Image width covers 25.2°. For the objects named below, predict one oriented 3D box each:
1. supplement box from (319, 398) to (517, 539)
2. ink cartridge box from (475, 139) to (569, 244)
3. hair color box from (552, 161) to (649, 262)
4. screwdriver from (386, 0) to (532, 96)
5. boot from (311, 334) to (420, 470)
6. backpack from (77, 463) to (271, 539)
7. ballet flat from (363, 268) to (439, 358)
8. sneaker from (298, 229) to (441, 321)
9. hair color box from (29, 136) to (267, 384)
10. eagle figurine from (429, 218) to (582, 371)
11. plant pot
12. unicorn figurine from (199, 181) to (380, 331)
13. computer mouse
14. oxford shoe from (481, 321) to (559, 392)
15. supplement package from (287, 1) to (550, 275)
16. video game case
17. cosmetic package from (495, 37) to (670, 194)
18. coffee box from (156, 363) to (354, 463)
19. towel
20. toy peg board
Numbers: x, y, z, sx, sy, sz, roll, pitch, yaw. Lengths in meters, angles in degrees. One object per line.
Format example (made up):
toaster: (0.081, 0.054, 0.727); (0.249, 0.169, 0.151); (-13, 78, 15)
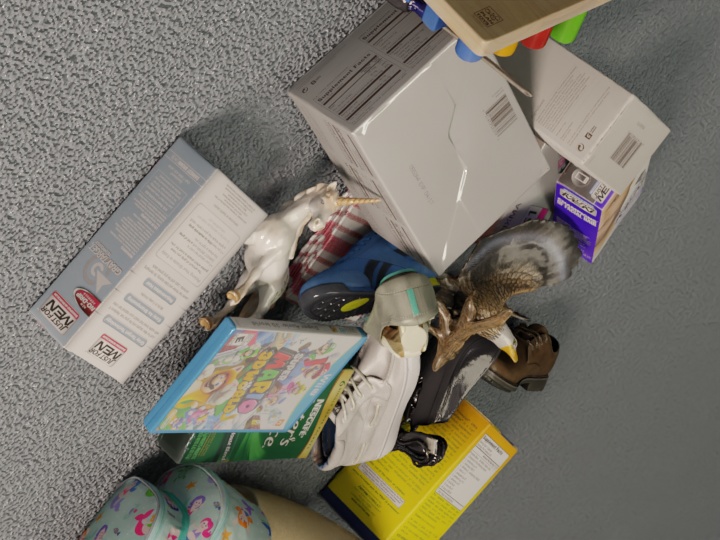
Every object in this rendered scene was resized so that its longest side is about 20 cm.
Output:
supplement box: (0.070, 0.237, 1.896); (0.200, 0.109, 0.109); (-48, 147, -2)
ink cartridge box: (0.170, -0.116, 1.728); (0.173, 0.044, 0.201); (7, 117, -54)
hair color box: (0.267, -0.093, 1.783); (0.109, 0.065, 0.200); (-54, 165, -10)
screwdriver: (0.074, -0.207, 1.385); (0.028, 0.200, 0.029); (-45, 163, -9)
boot: (0.000, 0.135, 1.748); (0.095, 0.074, 0.201); (-15, 129, -35)
backpack: (-0.189, 0.287, 1.577); (0.200, 0.177, 0.151); (-46, 116, -7)
ballet flat: (0.040, 0.054, 1.545); (0.067, 0.064, 0.200); (-18, 166, -5)
sneaker: (0.000, 0.000, 1.573); (0.066, 0.079, 0.200); (-30, 166, 36)
hair color box: (-0.183, -0.007, 1.402); (0.200, 0.061, 0.099); (-50, 147, -2)
eagle figurine: (0.136, 0.029, 1.735); (0.200, 0.151, 0.152); (-48, 137, -49)
plant pot: (-0.098, 0.322, 1.742); (0.187, 0.187, 0.200); (-45, 133, -7)
unicorn figurine: (-0.084, -0.011, 1.492); (0.137, 0.074, 0.200); (-44, 178, -31)
computer mouse: (0.090, 0.123, 1.818); (0.053, 0.138, 0.200); (41, 75, -23)
oxford shoe: (0.183, 0.097, 1.933); (0.085, 0.073, 0.200); (-62, 157, 13)
supplement package: (0.057, -0.129, 1.484); (0.156, 0.111, 0.200); (-43, 134, -11)
video game case: (-0.097, 0.103, 1.542); (0.200, 0.018, 0.143); (7, 129, -53)
cosmetic package: (0.185, -0.169, 1.549); (0.085, 0.200, 0.108); (-53, 149, 8)
coffee box: (-0.104, 0.137, 1.650); (0.200, 0.044, 0.123); (7, 117, -52)
towel: (0.009, -0.040, 1.629); (0.200, 0.030, 0.146); (-54, 148, 8)
toy peg board: (0.103, -0.259, 1.383); (0.199, 0.200, 0.098); (-27, 155, -31)
